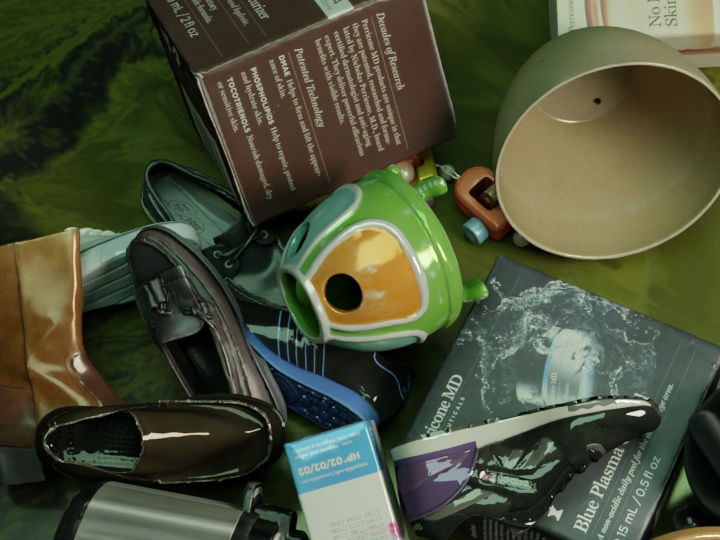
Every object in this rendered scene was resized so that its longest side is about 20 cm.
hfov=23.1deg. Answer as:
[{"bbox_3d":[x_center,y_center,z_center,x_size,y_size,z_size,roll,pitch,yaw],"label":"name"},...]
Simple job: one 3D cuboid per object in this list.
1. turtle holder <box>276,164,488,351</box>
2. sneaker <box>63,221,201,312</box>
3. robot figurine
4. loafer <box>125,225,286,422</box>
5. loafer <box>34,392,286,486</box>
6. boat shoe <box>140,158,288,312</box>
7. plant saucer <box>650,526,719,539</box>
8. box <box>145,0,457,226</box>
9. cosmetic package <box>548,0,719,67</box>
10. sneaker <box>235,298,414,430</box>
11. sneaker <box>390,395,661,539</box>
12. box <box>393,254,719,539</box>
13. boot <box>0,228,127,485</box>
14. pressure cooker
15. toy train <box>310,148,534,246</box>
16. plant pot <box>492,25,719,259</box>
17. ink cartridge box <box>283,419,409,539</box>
[{"bbox_3d":[-0.001,-0.008,1.392,0.132,0.141,0.185,-28,34,-17],"label":"turtle holder"},{"bbox_3d":[-0.233,-0.008,1.494,0.200,0.073,0.071,-20,55,5],"label":"sneaker"},{"bbox_3d":[0.319,0.149,1.330,0.150,0.200,0.125,-4,66,33],"label":"robot figurine"},{"bbox_3d":[-0.131,0.057,1.419,0.200,0.072,0.063,58,37,-6],"label":"loafer"},{"bbox_3d":[-0.157,0.137,1.365,0.199,0.071,0.073,-5,90,0],"label":"loafer"},{"bbox_3d":[-0.115,-0.030,1.513,0.074,0.066,0.199,-39,69,-15],"label":"boat shoe"},{"bbox_3d":[0.239,0.272,1.305,0.200,0.201,0.037,-17,25,-4],"label":"plant saucer"},{"bbox_3d":[-0.051,-0.176,1.496,0.200,0.164,0.166,-25,40,-8],"label":"box"},{"bbox_3d":[0.269,-0.238,1.566,0.199,0.087,0.104,-4,76,3],"label":"cosmetic package"},{"bbox_3d":[-0.049,0.068,1.470,0.200,0.070,0.078,32,55,19],"label":"sneaker"},{"bbox_3d":[0.128,0.148,1.297,0.199,0.076,0.088,-13,81,3],"label":"sneaker"},{"bbox_3d":[0.157,0.126,1.397,0.200,0.117,0.197,23,69,15],"label":"box"},{"bbox_3d":[-0.224,0.066,1.444,0.188,0.068,0.201,-7,88,13],"label":"boot"},{"bbox_3d":[-0.128,0.254,1.325,0.199,0.176,0.179,10,38,8],"label":"pressure cooker"},{"bbox_3d":[0.046,-0.046,1.516,0.200,0.056,0.150,-37,68,-13],"label":"toy train"},{"bbox_3d":[0.200,-0.128,1.486,0.200,0.201,0.135,-10,41,-1],"label":"plant pot"},{"bbox_3d":[0.004,0.218,1.339,0.068,0.115,0.201,-17,84,3],"label":"ink cartridge box"}]
